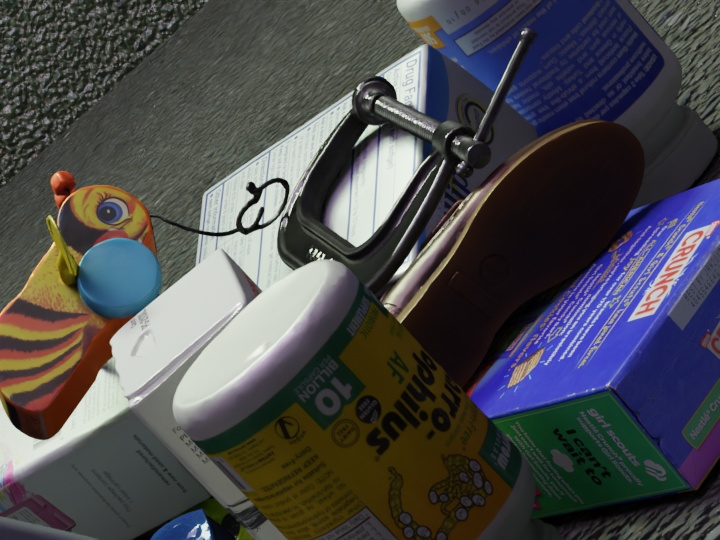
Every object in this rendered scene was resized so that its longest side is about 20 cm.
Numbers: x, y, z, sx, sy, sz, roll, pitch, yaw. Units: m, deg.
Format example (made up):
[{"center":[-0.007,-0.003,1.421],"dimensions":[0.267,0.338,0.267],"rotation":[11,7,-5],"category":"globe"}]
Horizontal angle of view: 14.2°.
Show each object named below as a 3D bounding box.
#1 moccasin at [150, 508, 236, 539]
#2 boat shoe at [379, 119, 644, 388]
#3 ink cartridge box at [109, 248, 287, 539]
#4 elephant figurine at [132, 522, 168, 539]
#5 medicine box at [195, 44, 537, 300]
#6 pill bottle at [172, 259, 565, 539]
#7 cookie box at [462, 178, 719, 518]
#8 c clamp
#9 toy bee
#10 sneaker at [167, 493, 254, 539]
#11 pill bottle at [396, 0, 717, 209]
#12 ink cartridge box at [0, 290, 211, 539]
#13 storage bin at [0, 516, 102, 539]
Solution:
[{"center":[-0.075,0.221,1.545],"dimensions":[0.080,0.068,0.200],"rotation":[-19,48,29],"category":"moccasin"},{"center":[0.065,-0.006,1.533],"dimensions":[0.200,0.070,0.070],"rotation":[-44,18,-4],"category":"boat shoe"},{"center":[-0.035,0.096,1.547],"dimensions":[0.084,0.200,0.145],"rotation":[-42,14,2],"category":"ink cartridge box"},{"center":[-0.153,0.180,1.797],"dimensions":[0.200,0.141,0.155],"rotation":[-4,71,65],"category":"elephant figurine"},{"center":[0.000,0.000,1.698],"dimensions":[0.200,0.103,0.182],"rotation":[-32,37,33],"category":"medicine box"},{"center":[0.013,0.101,1.406],"dimensions":[0.113,0.200,0.113],"rotation":[-40,14,12],"category":"pill bottle"},{"center":[0.135,0.043,1.502],"dimensions":[0.171,0.075,0.200],"rotation":[-50,15,-29],"category":"cookie box"},{"center":[0.020,-0.060,1.594],"dimensions":[0.171,0.027,0.200],"rotation":[-63,25,-3],"category":"c clamp"},{"center":[-0.151,0.001,1.648],"dimensions":[0.200,0.109,0.131],"rotation":[-35,-28,-40],"category":"toy bee"},{"center":[-0.064,0.165,1.692],"dimensions":[0.074,0.084,0.200],"rotation":[-41,33,5],"category":"sneaker"},{"center":[0.125,-0.125,1.765],"dimensions":[0.112,0.200,0.112],"rotation":[-39,15,12],"category":"pill bottle"},{"center":[-0.191,0.110,1.735],"dimensions":[0.200,0.085,0.145],"rotation":[-28,32,17],"category":"ink cartridge box"},{"center":[-0.184,0.209,1.546],"dimensions":[0.200,0.145,0.135],"rotation":[85,-163,-76],"category":"storage bin"}]
